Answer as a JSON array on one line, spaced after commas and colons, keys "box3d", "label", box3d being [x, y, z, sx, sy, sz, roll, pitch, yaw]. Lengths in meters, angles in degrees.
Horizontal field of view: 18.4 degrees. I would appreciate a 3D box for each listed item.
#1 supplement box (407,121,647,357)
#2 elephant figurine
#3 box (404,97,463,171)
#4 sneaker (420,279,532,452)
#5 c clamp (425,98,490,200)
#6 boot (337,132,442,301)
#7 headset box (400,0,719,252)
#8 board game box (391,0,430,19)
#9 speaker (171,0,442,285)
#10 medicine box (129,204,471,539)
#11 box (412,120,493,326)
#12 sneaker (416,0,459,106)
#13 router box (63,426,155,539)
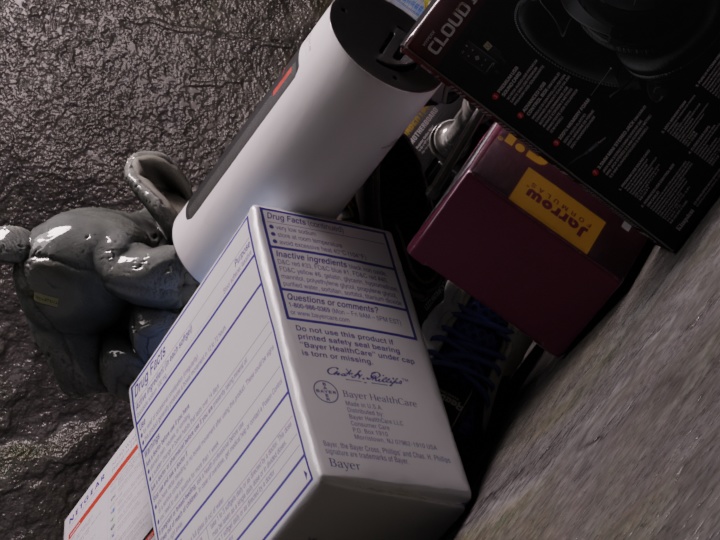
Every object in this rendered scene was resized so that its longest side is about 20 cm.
[{"box3d": [0.127, -0.062, 1.314, 0.200, 0.110, 0.086, -55, 1, -41], "label": "supplement box"}, {"box3d": [-0.140, -0.004, 1.488, 0.141, 0.156, 0.200, -7, 23, 22], "label": "elephant figurine"}, {"box3d": [0.016, -0.077, 1.584, 0.159, 0.048, 0.200, -55, 4, -34], "label": "box"}, {"box3d": [0.070, 0.052, 1.386, 0.200, 0.080, 0.115, -60, 4, 11], "label": "sneaker"}, {"box3d": [0.078, -0.112, 1.389, 0.171, 0.027, 0.200, -55, 1, -3], "label": "c clamp"}, {"box3d": [0.000, 0.000, 1.420, 0.069, 0.201, 0.174, -18, 13, -24], "label": "boot"}, {"box3d": [0.127, -0.129, 1.180, 0.149, 0.200, 0.077, -54, 2, 3], "label": "headset box"}, {"box3d": [0.036, -0.193, 1.557, 0.200, 0.062, 0.200, -55, 5, -14], "label": "board game box"}, {"box3d": [-0.032, -0.071, 1.327, 0.200, 0.081, 0.081, -50, 3, 37], "label": "speaker"}, {"box3d": [-0.042, 0.098, 1.306, 0.182, 0.102, 0.201, -53, 39, 39], "label": "medicine box"}, {"box3d": [0.077, -0.015, 1.600, 0.149, 0.124, 0.200, -52, 3, 20], "label": "box"}, {"box3d": [0.062, -0.151, 1.344, 0.116, 0.075, 0.200, -54, -8, -1], "label": "sneaker"}, {"box3d": [-0.132, 0.166, 1.507, 0.200, 0.049, 0.180, -52, 23, 23], "label": "router box"}]
